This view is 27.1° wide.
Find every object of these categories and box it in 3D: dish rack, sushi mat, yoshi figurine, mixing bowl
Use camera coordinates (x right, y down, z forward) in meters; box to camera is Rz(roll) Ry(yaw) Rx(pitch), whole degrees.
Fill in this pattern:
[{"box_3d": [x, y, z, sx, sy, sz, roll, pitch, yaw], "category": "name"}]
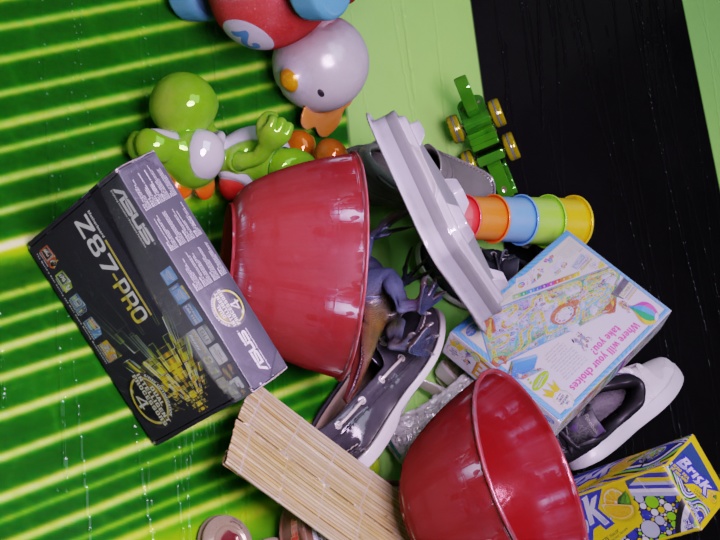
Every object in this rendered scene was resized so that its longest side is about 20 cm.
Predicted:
[{"box_3d": [0.076, -0.049, 1.341, 0.200, 0.043, 0.172, 48, 17, -60], "category": "dish rack"}, {"box_3d": [-0.030, 0.182, 1.261, 0.200, 0.012, 0.096, 39, 41, -17], "category": "sushi mat"}, {"box_3d": [-0.114, -0.126, 1.349, 0.199, 0.112, 0.112, 7, 49, -36], "category": "yoshi figurine"}, {"box_3d": [-0.063, -0.008, 1.289, 0.108, 0.200, 0.201, 4, 64, -12], "category": "mixing bowl"}, {"box_3d": [0.103, 0.198, 1.277, 0.200, 0.108, 0.201, 49, 27, -35], "category": "mixing bowl"}]

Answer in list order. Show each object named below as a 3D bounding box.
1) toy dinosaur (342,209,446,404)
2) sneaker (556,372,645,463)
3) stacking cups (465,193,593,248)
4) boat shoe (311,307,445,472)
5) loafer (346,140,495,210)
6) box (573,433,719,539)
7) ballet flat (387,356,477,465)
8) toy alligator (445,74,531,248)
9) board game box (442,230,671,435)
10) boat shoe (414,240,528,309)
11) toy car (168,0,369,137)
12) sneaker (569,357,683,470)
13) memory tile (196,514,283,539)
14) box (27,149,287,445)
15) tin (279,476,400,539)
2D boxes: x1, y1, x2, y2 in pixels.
[{"box_3d": [0.000, 0.000, 1.360, 0.200, 0.181, 0.105, -30, 133, -31], "category": "toy dinosaur"}, {"box_3d": [0.188, 0.154, 1.435, 0.200, 0.088, 0.076, -34, 92, -20], "category": "sneaker"}, {"box_3d": [0.148, -0.051, 1.529, 0.199, 0.060, 0.061, 0, 69, -36], "category": "stacking cups"}, {"box_3d": [0.015, 0.095, 1.368, 0.060, 0.074, 0.200, 45, 55, -20], "category": "boat shoe"}, {"box_3d": [0.065, -0.092, 1.498, 0.199, 0.070, 0.070, 3, 69, -38], "category": "loafer"}, {"box_3d": [0.240, 0.222, 1.402, 0.064, 0.200, 0.070, -32, 92, -45], "category": "box"}, {"box_3d": [0.087, 0.117, 1.423, 0.072, 0.072, 0.200, 55, 45, -4], "category": "ballet flat"}, {"box_3d": [0.141, -0.120, 1.595, 0.054, 0.059, 0.201, -88, 154, -70], "category": "toy alligator"}, {"box_3d": [0.191, 0.058, 1.438, 0.134, 0.034, 0.200, 39, 51, 17], "category": "board game box"}, {"box_3d": [0.148, 0.011, 1.522, 0.199, 0.066, 0.075, 31, 53, -25], "category": "boat shoe"}, {"box_3d": [-0.055, -0.216, 1.426, 0.177, 0.184, 0.201, -36, 123, -44], "category": "toy car"}, {"box_3d": [0.259, 0.111, 1.563, 0.200, 0.074, 0.116, -32, 94, -43], "category": "sneaker"}, {"box_3d": [-0.060, 0.301, 1.237, 0.200, 0.017, 0.154, 30, 53, -27], "category": "memory tile"}, {"box_3d": [-0.164, 0.026, 1.185, 0.049, 0.161, 0.201, -33, 93, -44], "category": "box"}, {"box_3d": [0.018, 0.239, 1.306, 0.199, 0.042, 0.112, 10, 59, -41], "category": "tin"}]
